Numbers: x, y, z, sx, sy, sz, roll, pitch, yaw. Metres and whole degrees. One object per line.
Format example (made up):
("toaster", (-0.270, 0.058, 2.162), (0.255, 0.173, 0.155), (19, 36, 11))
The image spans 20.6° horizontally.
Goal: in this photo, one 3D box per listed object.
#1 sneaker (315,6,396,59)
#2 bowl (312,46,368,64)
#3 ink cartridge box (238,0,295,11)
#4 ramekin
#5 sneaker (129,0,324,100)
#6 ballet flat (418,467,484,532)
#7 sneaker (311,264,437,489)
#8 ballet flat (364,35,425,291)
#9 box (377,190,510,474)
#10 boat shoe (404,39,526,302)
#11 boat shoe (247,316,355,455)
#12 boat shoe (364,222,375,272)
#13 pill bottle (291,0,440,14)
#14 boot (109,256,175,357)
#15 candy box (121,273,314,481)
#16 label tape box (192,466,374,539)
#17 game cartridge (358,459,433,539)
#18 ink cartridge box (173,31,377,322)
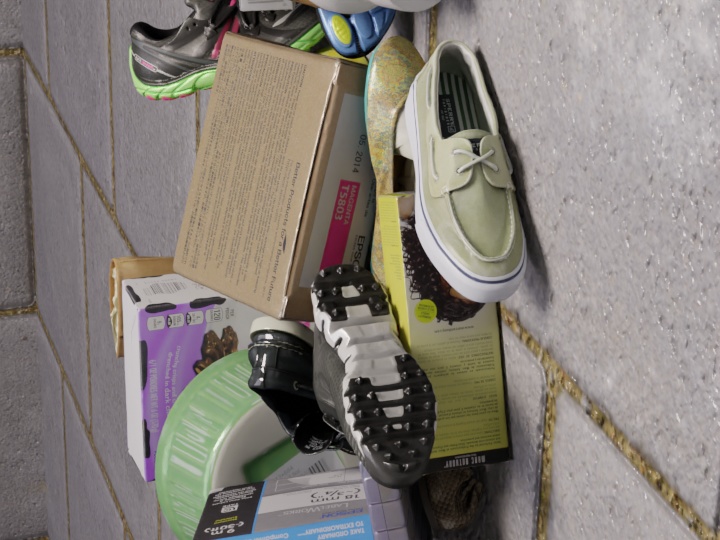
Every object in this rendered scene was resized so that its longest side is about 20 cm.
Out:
("sneaker", (-0.013, -0.238, 1.583), (0.083, 0.070, 0.201), (93, 167, -47))
("bowl", (-0.053, -0.089, 1.689), (0.200, 0.107, 0.203), (173, 90, -73))
("ink cartridge box", (-0.079, -0.314, 1.677), (0.201, 0.050, 0.110), (-91, -1, -55))
("ramekin", (-0.068, 0.173, 1.702), (0.097, 0.198, 0.202), (17, 113, 62))
("sneaker", (-0.109, -0.206, 1.685), (0.077, 0.198, 0.085), (-73, -34, -72))
("ballet flat", (0.059, 0.103, 1.520), (0.067, 0.046, 0.202), (52, -155, -59))
("sneaker", (0.007, 0.091, 1.399), (0.201, 0.066, 0.091), (-111, 21, -46))
("ballet flat", (0.043, -0.073, 1.478), (0.071, 0.070, 0.202), (-135, 42, -63))
("box", (0.060, 0.042, 1.433), (0.050, 0.074, 0.202), (-170, 73, -72))
("boat shoe", (0.069, -0.071, 1.365), (0.062, 0.071, 0.201), (103, 157, -52))
("boat shoe", (-0.037, 0.112, 1.576), (0.200, 0.074, 0.067), (60, -143, -54))
("boat shoe", (0.000, -0.001, 1.585), (0.072, 0.065, 0.203), (-3, -90, -72))
("pill bottle", (-0.022, -0.249, 1.446), (0.199, 0.114, 0.116), (22, 120, 45))
("boot", (-0.133, 0.058, 1.843), (0.066, 0.198, 0.177), (-131, 38, -61))
("candy box", (-0.109, 0.086, 1.776), (0.072, 0.198, 0.170), (-134, 40, -61))
("label tape box", (-0.053, 0.216, 1.525), (0.200, 0.143, 0.064), (-81, -19, -78))
("game cartridge", (0.028, 0.183, 1.517), (0.200, 0.038, 0.131), (-75, -30, -78))
("ink cartridge box", (-0.058, -0.073, 1.545), (0.164, 0.075, 0.202), (22, 100, 50))
